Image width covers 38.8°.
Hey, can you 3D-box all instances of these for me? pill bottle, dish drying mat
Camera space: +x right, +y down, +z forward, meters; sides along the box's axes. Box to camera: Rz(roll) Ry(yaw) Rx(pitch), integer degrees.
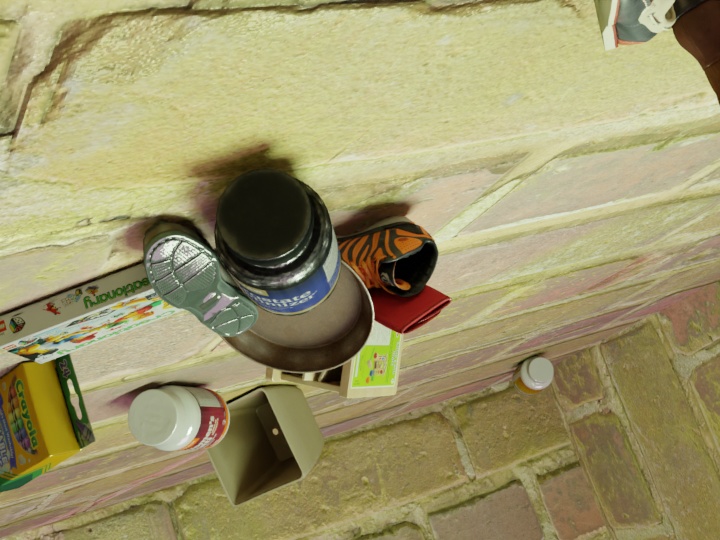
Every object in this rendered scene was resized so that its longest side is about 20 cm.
[{"bbox_3d":[-0.308,0.251,1.742,0.109,0.110,0.200,-23,166,11],"label":"pill bottle"},{"bbox_3d":[0.025,0.028,1.233,0.077,0.018,0.200,-32,-151,-20],"label":"dish drying mat"},{"bbox_3d":[-0.080,-0.027,0.992,0.112,0.112,0.200,-20,166,-1],"label":"pill bottle"},{"bbox_3d":[0.579,0.348,3.404,0.111,0.111,0.200,-18,166,-9],"label":"pill bottle"}]

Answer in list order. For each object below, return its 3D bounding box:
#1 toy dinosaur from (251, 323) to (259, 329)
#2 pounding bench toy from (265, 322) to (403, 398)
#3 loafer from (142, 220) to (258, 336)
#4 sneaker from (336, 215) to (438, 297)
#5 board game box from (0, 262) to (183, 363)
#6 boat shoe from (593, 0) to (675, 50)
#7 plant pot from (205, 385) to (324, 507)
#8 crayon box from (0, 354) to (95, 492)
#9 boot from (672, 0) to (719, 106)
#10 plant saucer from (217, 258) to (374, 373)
[{"bbox_3d":[-0.115,0.045,1.279,0.088,0.048,0.200,2,-174,-42],"label":"toy dinosaur"},{"bbox_3d":[-0.035,0.062,1.408,0.156,0.201,0.124,8,-179,33],"label":"pounding bench toy"},{"bbox_3d":[-0.173,0.003,1.062,0.072,0.063,0.200,-32,145,2],"label":"loafer"},{"bbox_3d":[0.000,0.000,1.198,0.200,0.078,0.112,-28,-153,-11],"label":"sneaker"},{"bbox_3d":[-0.289,0.046,1.132,0.199,0.035,0.126,-21,167,0],"label":"board game box"},{"bbox_3d":[0.206,-0.213,0.764,0.062,0.071,0.200,-11,174,14],"label":"boat shoe"},{"bbox_3d":[-0.192,0.351,2.157,0.200,0.200,0.177,-28,176,26],"label":"plant pot"},{"bbox_3d":[-0.431,0.197,1.319,0.200,0.126,0.051,-31,163,36],"label":"crayon box"},{"bbox_3d":[0.367,-0.171,0.894,0.188,0.201,0.068,-9,162,-38],"label":"boot"},{"bbox_3d":[-0.080,0.034,1.172,0.200,0.200,0.035,-29,-153,30],"label":"plant saucer"}]
